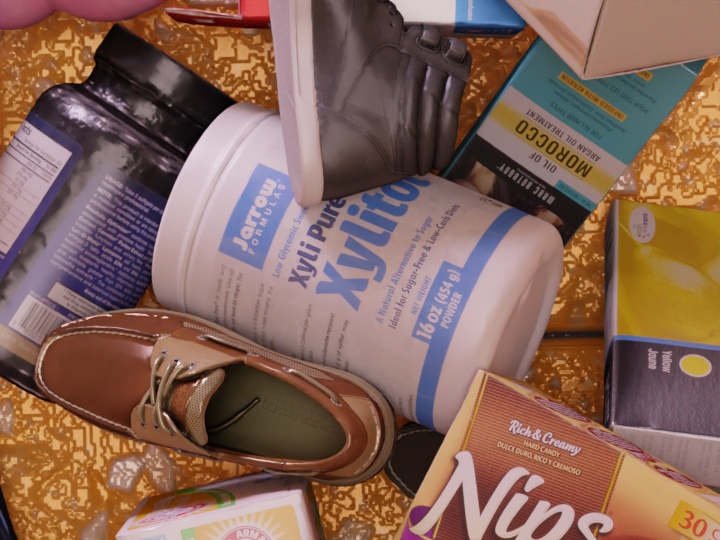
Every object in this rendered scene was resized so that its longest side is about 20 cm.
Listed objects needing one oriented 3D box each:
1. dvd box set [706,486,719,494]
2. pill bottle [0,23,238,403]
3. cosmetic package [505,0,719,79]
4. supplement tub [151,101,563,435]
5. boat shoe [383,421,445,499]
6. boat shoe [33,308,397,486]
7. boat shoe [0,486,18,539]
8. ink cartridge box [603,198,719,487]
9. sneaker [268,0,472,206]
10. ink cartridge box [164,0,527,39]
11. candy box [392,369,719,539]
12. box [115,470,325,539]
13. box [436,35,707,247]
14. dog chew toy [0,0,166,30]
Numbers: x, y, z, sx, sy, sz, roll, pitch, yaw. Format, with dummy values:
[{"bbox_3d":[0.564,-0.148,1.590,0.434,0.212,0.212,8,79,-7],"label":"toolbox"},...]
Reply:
[{"bbox_3d":[0.255,0.107,1.491,0.146,0.029,0.200,7,50,-1],"label":"dvd box set"},{"bbox_3d":[-0.158,-0.034,1.504,0.112,0.112,0.200,34,90,-1],"label":"pill bottle"},{"bbox_3d":[0.109,-0.189,1.383,0.105,0.200,0.071,-11,134,-29],"label":"cosmetic package"},{"bbox_3d":[0.000,0.000,1.472,0.200,0.132,0.132,23,91,15],"label":"supplement tub"},{"bbox_3d":[0.082,0.119,1.480,0.060,0.201,0.072,-4,103,-45],"label":"boat shoe"},{"bbox_3d":[-0.080,0.065,1.412,0.199,0.074,0.076,11,91,15],"label":"boat shoe"},{"bbox_3d":[-0.234,0.171,1.529,0.084,0.069,0.200,-22,92,1],"label":"boat shoe"},{"bbox_3d":[0.235,0.045,1.478,0.199,0.198,0.047,5,129,1],"label":"ink cartridge box"},{"bbox_3d":[0.006,-0.137,1.415,0.099,0.071,0.201,-4,90,-12],"label":"sneaker"},{"bbox_3d":[-0.008,-0.169,1.500,0.199,0.116,0.067,2,92,-1],"label":"ink cartridge box"},{"bbox_3d":[0.122,0.147,1.362,0.200,0.056,0.117,30,97,29],"label":"candy box"},{"bbox_3d":[-0.067,0.175,1.465,0.101,0.200,0.113,-13,91,0],"label":"box"},{"bbox_3d":[0.111,-0.078,1.478,0.082,0.049,0.200,34,132,-1],"label":"box"},{"bbox_3d":[-0.192,-0.193,1.500,0.199,0.125,0.125,-11,91,11],"label":"dog chew toy"}]
